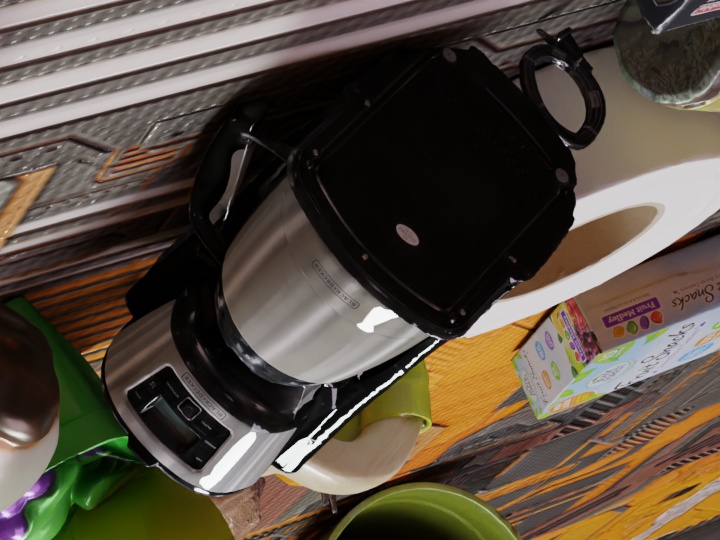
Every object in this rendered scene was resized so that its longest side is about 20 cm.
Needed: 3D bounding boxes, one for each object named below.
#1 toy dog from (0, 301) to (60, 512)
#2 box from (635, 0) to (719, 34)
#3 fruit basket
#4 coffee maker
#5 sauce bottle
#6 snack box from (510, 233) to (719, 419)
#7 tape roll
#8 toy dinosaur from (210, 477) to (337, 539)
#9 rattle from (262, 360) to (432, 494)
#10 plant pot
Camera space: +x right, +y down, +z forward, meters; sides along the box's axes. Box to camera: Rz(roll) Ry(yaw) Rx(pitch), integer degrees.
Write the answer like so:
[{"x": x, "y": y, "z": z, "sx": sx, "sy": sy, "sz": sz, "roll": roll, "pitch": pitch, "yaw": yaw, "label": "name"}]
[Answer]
[{"x": -0.208, "y": 0.054, "z": 1.077, "sx": 0.200, "sy": 0.194, "sz": 0.140, "roll": -12, "pitch": 150, "yaw": -22, "label": "toy dog"}, {"x": 0.237, "y": -0.183, "z": 1.252, "sx": 0.200, "sy": 0.050, "sz": 0.199, "roll": -15, "pitch": 162, "yaw": -33, "label": "box"}, {"x": -0.142, "y": 0.129, "z": 1.429, "sx": 0.155, "sy": 0.216, "sz": 0.216, "roll": -25, "pitch": 166, "yaw": 0, "label": "fruit basket"}, {"x": 0.000, "y": 0.000, "z": 1.334, "sx": 0.192, "sy": 0.135, "sz": 0.200, "roll": -14, "pitch": 163, "yaw": -40, "label": "coffee maker"}, {"x": 0.192, "y": -0.106, "z": 1.417, "sx": 0.065, "sy": 0.065, "sz": 0.200, "roll": -33, "pitch": 163, "yaw": 28, "label": "sauce bottle"}, {"x": 0.214, "y": 0.026, "z": 1.965, "sx": 0.200, "sy": 0.053, "sz": 0.142, "roll": -20, "pitch": 164, "yaw": -20, "label": "snack box"}, {"x": 0.092, "y": -0.037, "z": 1.489, "sx": 0.202, "sy": 0.071, "sz": 0.202, "roll": -24, "pitch": 166, "yaw": -6, "label": "tape roll"}, {"x": -0.082, "y": 0.132, "z": 1.712, "sx": 0.135, "sy": 0.086, "sz": 0.200, "roll": -24, "pitch": 170, "yaw": -29, "label": "toy dinosaur"}, {"x": -0.070, "y": 0.072, "z": 1.520, "sx": 0.143, "sy": 0.130, "sz": 0.200, "roll": -7, "pitch": -169, "yaw": 43, "label": "rattle"}, {"x": 0.013, "y": 0.280, "z": 2.327, "sx": 0.200, "sy": 0.201, "sz": 0.193, "roll": -18, "pitch": 176, "yaw": -28, "label": "plant pot"}]
